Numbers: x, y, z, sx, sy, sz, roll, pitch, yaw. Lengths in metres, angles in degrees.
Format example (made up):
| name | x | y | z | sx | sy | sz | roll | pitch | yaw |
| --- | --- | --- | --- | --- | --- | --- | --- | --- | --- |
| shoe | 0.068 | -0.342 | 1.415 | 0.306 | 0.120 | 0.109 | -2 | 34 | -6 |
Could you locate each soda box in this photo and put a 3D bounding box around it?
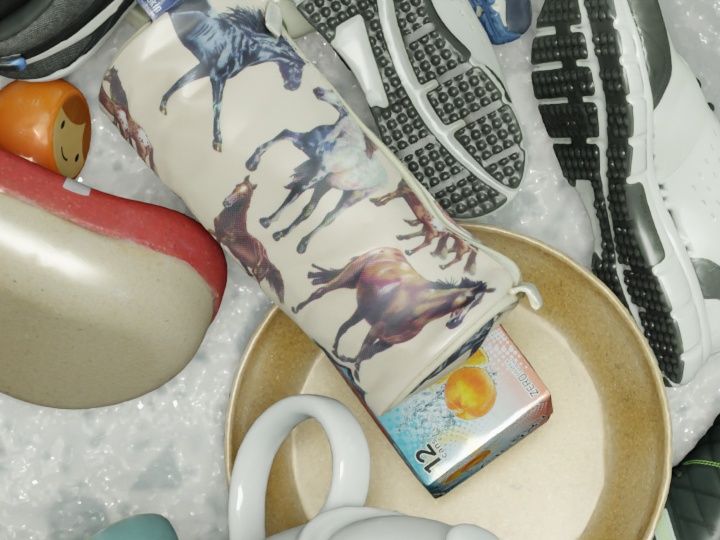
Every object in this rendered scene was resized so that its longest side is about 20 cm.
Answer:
| name | x | y | z | sx | sy | sz | roll | pitch | yaw |
| --- | --- | --- | --- | --- | --- | --- | --- | --- | --- |
| soda box | 0.000 | 0.000 | 0.884 | 0.068 | 0.064 | 0.200 | -36 | 77 | -2 |

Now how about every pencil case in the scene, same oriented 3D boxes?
| name | x | y | z | sx | sy | sz | roll | pitch | yaw |
| --- | --- | --- | --- | --- | --- | --- | --- | --- | --- |
| pencil case | -0.018 | -0.033 | 0.819 | 0.200 | 0.078 | 0.089 | 48 | 112 | 13 |

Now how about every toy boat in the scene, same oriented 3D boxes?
| name | x | y | z | sx | sy | sz | roll | pitch | yaw |
| --- | --- | --- | --- | --- | --- | --- | --- | --- | --- |
| toy boat | -0.151 | -0.029 | 0.880 | 0.200 | 0.131 | 0.131 | 24 | 57 | -7 |

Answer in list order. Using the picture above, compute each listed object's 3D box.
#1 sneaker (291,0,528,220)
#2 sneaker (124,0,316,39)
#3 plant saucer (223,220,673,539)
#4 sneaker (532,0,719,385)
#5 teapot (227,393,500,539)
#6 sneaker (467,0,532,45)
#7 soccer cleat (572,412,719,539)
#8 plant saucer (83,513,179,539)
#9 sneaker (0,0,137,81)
| name | x | y | z | sx | sy | sz | roll | pitch | yaw |
| --- | --- | --- | --- | --- | --- | --- | --- | --- | --- |
| sneaker | 0.012 | -0.117 | 0.898 | 0.074 | 0.080 | 0.200 | -23 | 96 | 10 |
| sneaker | -0.111 | -0.158 | 0.899 | 0.090 | 0.067 | 0.200 | -43 | 98 | -12 |
| plant saucer | 0.040 | 0.079 | 0.917 | 0.200 | 0.035 | 0.200 | -1 | 80 | 5 |
| sneaker | 0.138 | -0.052 | 0.923 | 0.080 | 0.074 | 0.200 | -24 | 111 | -22 |
| teapot | 0.013 | 0.158 | 0.786 | 0.200 | 0.197 | 0.146 | 27 | 110 | 4 |
| sneaker | 0.061 | -0.205 | 0.925 | 0.085 | 0.077 | 0.200 | -13 | 94 | -16 |
| soccer cleat | 0.125 | 0.134 | 0.935 | 0.081 | 0.068 | 0.200 | 31 | 85 | 6 |
| plant saucer | -0.134 | 0.186 | 0.827 | 0.027 | 0.200 | 0.200 | 36 | 84 | 17 |
| sneaker | -0.094 | -0.155 | 0.813 | 0.073 | 0.112 | 0.200 | 40 | 99 | 3 |
